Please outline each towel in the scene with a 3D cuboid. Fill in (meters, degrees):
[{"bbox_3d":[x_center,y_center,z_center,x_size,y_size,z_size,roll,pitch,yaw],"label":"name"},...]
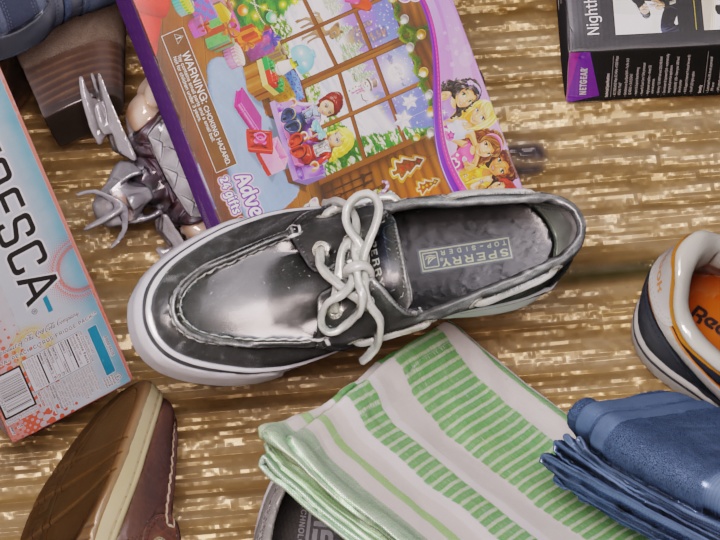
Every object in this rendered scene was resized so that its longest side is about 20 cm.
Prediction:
[{"bbox_3d":[0.052,0.090,1.268,0.152,0.200,0.023,38,114,11],"label":"towel"},{"bbox_3d":[0.181,0.109,1.258,0.199,0.111,0.049,26,107,33],"label":"towel"}]

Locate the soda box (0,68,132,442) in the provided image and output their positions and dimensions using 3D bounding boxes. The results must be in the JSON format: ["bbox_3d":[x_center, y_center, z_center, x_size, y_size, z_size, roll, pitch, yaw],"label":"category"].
[{"bbox_3d":[-0.169,-0.029,1.309,0.063,0.201,0.068,-27,27,-14],"label":"soda box"}]

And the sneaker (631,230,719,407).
[{"bbox_3d":[0.210,0.053,1.335,0.199,0.080,0.079,29,65,12],"label":"sneaker"}]

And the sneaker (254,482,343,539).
[{"bbox_3d":[-0.027,0.162,1.265,0.074,0.082,0.201,-1,63,0],"label":"sneaker"}]

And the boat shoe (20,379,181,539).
[{"bbox_3d":[-0.105,0.141,1.300,0.072,0.072,0.201,34,44,-25],"label":"boat shoe"}]

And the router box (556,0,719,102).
[{"bbox_3d":[0.166,-0.183,1.466,0.148,0.051,0.201,-2,63,0],"label":"router box"}]

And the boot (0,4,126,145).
[{"bbox_3d":[-0.203,-0.109,1.425,0.199,0.070,0.147,-18,58,-10],"label":"boot"}]

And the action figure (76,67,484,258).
[{"bbox_3d":[-0.043,-0.070,1.382,0.199,0.069,0.131,-30,110,-15],"label":"action figure"}]

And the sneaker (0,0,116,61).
[{"bbox_3d":[-0.197,-0.175,1.383,0.146,0.077,0.202,-34,61,-23],"label":"sneaker"}]

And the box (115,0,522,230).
[{"bbox_3d":[-0.022,-0.089,1.333,0.136,0.039,0.201,-24,102,-13],"label":"box"}]

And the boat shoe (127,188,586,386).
[{"bbox_3d":[0.001,0.003,1.286,0.198,0.068,0.074,-6,81,-15],"label":"boat shoe"}]
